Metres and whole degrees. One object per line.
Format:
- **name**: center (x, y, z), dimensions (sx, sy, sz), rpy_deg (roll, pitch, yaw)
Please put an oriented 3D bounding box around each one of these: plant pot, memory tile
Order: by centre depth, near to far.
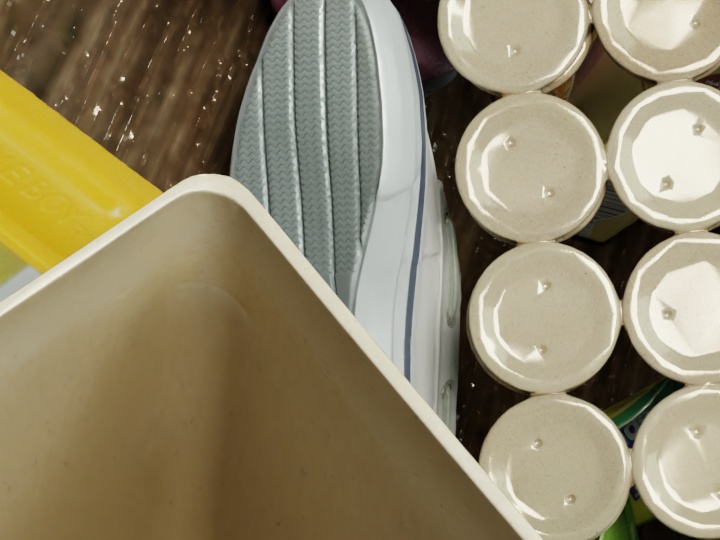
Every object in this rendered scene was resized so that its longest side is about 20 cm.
- **plant pot**: center (-0.058, 0.134, 0.704), dimensions (0.200, 0.177, 0.200), rpy_deg (-34, 70, -19)
- **memory tile**: center (0.107, -0.012, 0.859), dimensions (0.153, 0.017, 0.200), rpy_deg (-5, 83, 4)

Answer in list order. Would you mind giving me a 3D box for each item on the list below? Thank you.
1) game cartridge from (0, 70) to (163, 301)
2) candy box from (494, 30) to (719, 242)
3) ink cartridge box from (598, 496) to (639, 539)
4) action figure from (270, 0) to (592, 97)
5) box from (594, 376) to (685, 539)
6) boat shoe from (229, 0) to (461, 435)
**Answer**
- **game cartridge**: center (-0.166, -0.004, 0.797), dimensions (0.176, 0.032, 0.200), rpy_deg (36, 48, 14)
- **candy box**: center (0.124, -0.103, 0.983), dimensions (0.055, 0.200, 0.116), rpy_deg (14, 62, -28)
- **ink cartridge box**: center (0.110, 0.182, 0.870), dimensions (0.148, 0.076, 0.200), rpy_deg (71, 27, -52)
- **action figure**: center (-0.013, -0.152, 0.953), dimensions (0.134, 0.149, 0.200), rpy_deg (-46, 111, -34)
- **box**: center (0.142, 0.053, 0.977), dimensions (0.200, 0.117, 0.048), rpy_deg (-16, 78, -39)
- **boat shoe**: center (0.000, 0.000, 0.916), dimensions (0.067, 0.074, 0.200), rpy_deg (-4, 100, -51)
